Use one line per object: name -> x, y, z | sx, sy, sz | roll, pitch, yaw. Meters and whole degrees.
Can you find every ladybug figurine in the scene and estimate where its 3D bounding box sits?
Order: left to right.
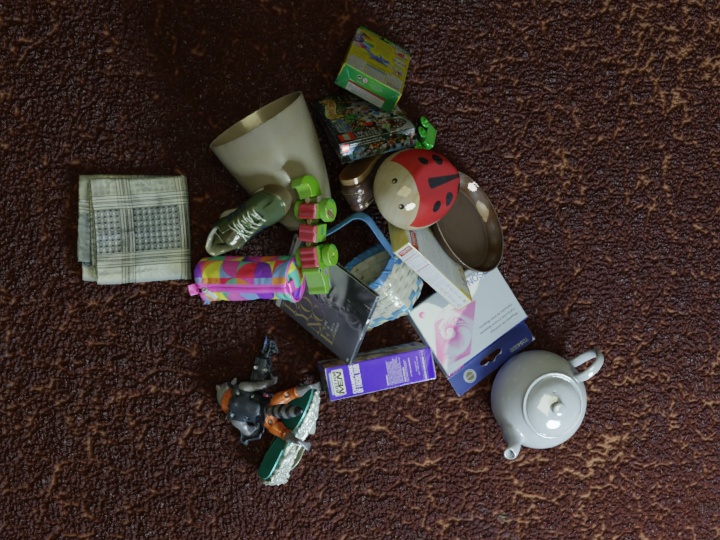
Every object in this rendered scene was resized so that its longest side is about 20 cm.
ladybug figurine -> 0.105, -0.142, 1.360 | 0.199, 0.071, 0.138 | -26, 99, -44

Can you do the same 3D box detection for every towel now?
towel -> -0.403, -0.075, 1.439 | 0.197, 0.035, 0.196 | -2, 91, -9

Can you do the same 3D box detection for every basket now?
basket -> 0.000, 0.000, 1.442 | 0.200, 0.175, 0.140 | 46, 44, -25

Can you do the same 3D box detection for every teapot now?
teapot -> 0.350, 0.244, 1.520 | 0.194, 0.146, 0.203 | 3, 89, -10

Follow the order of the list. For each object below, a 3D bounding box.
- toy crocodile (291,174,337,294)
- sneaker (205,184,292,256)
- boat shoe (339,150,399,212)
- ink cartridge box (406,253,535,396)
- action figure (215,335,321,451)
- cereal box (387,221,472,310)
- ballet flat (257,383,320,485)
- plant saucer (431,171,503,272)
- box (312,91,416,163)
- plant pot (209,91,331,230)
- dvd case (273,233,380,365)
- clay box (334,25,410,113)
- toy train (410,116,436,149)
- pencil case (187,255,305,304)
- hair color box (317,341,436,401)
toy crocodile -> -0.081, -0.059, 1.359 | 0.067, 0.062, 0.203 | 2, 100, 26
sneaker -> -0.198, -0.075, 1.388 | 0.067, 0.199, 0.090 | 46, 51, -22
boat shoe -> 0.026, -0.179, 1.411 | 0.200, 0.070, 0.071 | -50, 130, -38
ink cartridge box -> 0.216, 0.106, 1.548 | 0.195, 0.043, 0.201 | -35, 95, -9
action figure -> -0.170, 0.217, 1.439 | 0.191, 0.104, 0.203 | 4, 84, 18
cereal box -> 0.119, -0.035, 1.444 | 0.039, 0.145, 0.200 | -33, 128, 22
ballet flat -> -0.121, 0.302, 1.485 | 0.071, 0.072, 0.202 | 29, 87, -9
plant saucer -> 0.190, -0.086, 1.497 | 0.199, 0.034, 0.203 | 24, 54, -37
box -> 0.003, -0.263, 1.434 | 0.135, 0.201, 0.038 | -14, 126, -10
plant pot -> -0.136, -0.178, 1.427 | 0.186, 0.187, 0.202 | -32, 110, -8
dvd case -> -0.065, 0.050, 1.420 | 0.199, 0.016, 0.150 | 37, 122, 26
clay box -> 0.026, -0.368, 1.462 | 0.114, 0.201, 0.048 | 27, 125, -9
toy train -> 0.103, -0.203, 1.473 | 0.056, 0.041, 0.202 | 42, 44, -28
pencil case -> -0.196, 0.017, 1.417 | 0.197, 0.088, 0.090 | -3, 91, 18
hair color box -> 0.027, 0.181, 1.480 | 0.197, 0.109, 0.066 | -12, 93, -10
